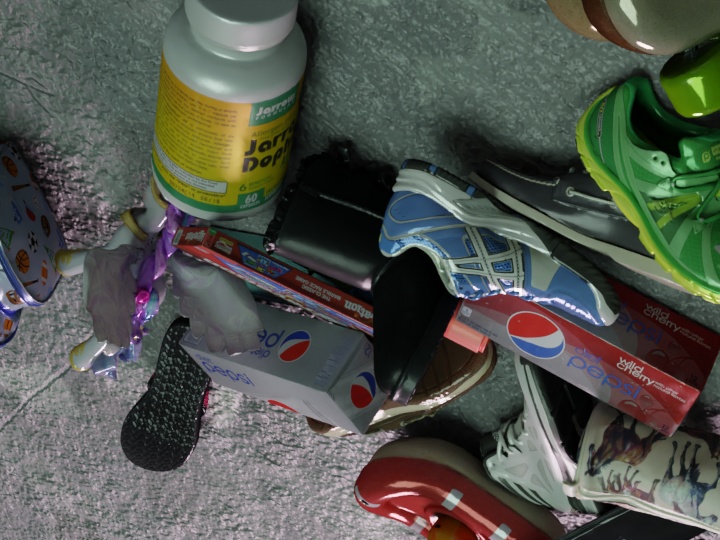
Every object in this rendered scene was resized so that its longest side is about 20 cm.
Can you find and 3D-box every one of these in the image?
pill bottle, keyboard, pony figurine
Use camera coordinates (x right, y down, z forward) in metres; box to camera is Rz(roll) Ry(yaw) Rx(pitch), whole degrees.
[{"bbox_3d":[-0.100,-0.143,1.431,0.112,0.113,0.201,25,138,10],"label":"pill bottle"},{"bbox_3d":[0.225,0.246,1.603,0.199,0.021,0.127,-30,130,21],"label":"keyboard"},{"bbox_3d":[-0.189,0.008,1.598,0.165,0.195,0.200,8,146,-33],"label":"pony figurine"}]

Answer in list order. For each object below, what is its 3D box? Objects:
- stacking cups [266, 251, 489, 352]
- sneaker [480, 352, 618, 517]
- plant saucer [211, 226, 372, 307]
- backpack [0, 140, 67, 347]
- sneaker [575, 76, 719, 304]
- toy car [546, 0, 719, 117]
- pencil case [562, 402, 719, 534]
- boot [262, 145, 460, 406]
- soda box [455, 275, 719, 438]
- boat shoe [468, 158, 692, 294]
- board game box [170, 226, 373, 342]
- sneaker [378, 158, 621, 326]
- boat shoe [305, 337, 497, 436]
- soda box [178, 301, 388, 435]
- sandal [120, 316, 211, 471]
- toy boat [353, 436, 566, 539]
[{"bbox_3d":[0.023,0.003,1.529,0.198,0.061,0.061,26,139,4],"label":"stacking cups"},{"bbox_3d":[0.140,0.136,1.569,0.114,0.076,0.202,-1,131,32],"label":"sneaker"},{"bbox_3d":[-0.044,0.008,1.613,0.198,0.019,0.070,10,134,25],"label":"plant saucer"},{"bbox_3d":[-0.359,-0.014,1.670,0.153,0.191,0.201,-16,121,23],"label":"backpack"},{"bbox_3d":[0.232,-0.053,1.298,0.200,0.074,0.084,48,133,14],"label":"sneaker"},{"bbox_3d":[0.179,-0.206,1.202,0.165,0.157,0.200,56,164,-19],"label":"toy car"},{"bbox_3d":[0.264,0.170,1.485,0.198,0.090,0.078,16,141,5],"label":"pencil case"},{"bbox_3d":[0.000,0.000,1.446,0.161,0.199,0.074,26,137,-1],"label":"boot"},{"bbox_3d":[0.180,0.046,1.465,0.199,0.064,0.070,28,140,6],"label":"soda box"},{"bbox_3d":[0.177,-0.048,1.396,0.199,0.063,0.073,26,-178,22],"label":"boat shoe"},{"bbox_3d":[-0.054,0.014,1.519,0.199,0.020,0.103,26,174,-18],"label":"board game box"},{"bbox_3d":[0.105,-0.006,1.407,0.199,0.078,0.076,29,177,0],"label":"sneaker"},{"bbox_3d":[0.046,0.097,1.614,0.201,0.076,0.074,-20,152,37],"label":"boat shoe"},{"bbox_3d":[-0.064,0.078,1.611,0.199,0.064,0.068,15,153,44],"label":"soda box"},{"bbox_3d":[-0.177,0.119,1.798,0.075,0.045,0.201,26,125,1],"label":"sandal"},{"bbox_3d":[0.078,0.244,1.660,0.199,0.131,0.131,35,155,-1],"label":"toy boat"}]
